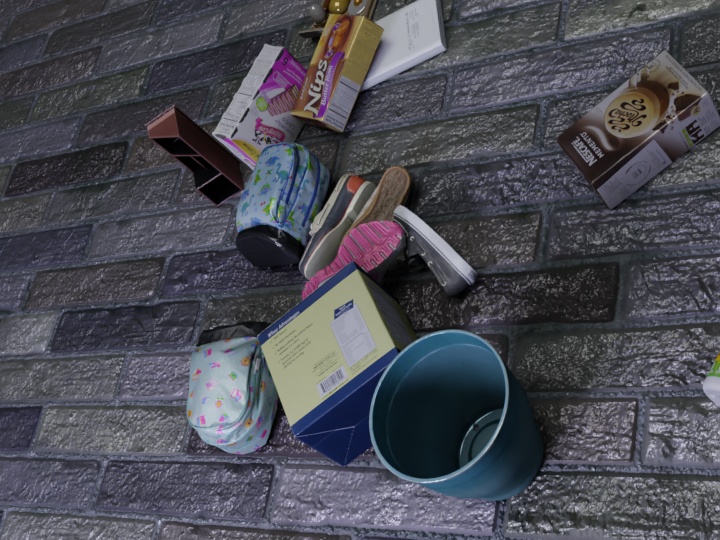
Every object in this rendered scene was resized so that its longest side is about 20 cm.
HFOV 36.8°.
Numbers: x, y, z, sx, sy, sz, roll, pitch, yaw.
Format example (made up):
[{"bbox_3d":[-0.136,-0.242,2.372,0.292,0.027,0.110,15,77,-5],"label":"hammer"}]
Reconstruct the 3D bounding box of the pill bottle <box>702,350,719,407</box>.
[{"bbox_3d":[0.497,0.079,1.276,0.110,0.111,0.202,22,78,43],"label":"pill bottle"}]

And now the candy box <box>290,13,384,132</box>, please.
[{"bbox_3d":[-0.044,-0.358,1.956,0.116,0.056,0.202,22,89,53],"label":"candy box"}]

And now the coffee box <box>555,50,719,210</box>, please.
[{"bbox_3d":[0.396,-0.199,1.546,0.199,0.080,0.114,-39,47,11],"label":"coffee box"}]

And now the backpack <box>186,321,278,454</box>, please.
[{"bbox_3d":[-0.204,0.189,1.727,0.165,0.126,0.203,-13,59,26],"label":"backpack"}]

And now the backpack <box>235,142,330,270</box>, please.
[{"bbox_3d":[-0.132,-0.120,1.867,0.162,0.154,0.201,-2,46,54],"label":"backpack"}]

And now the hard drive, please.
[{"bbox_3d":[0.060,-0.412,1.968,0.198,0.026,0.133,-22,52,25],"label":"hard drive"}]

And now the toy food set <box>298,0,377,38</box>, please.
[{"bbox_3d":[-0.034,-0.542,2.096,0.142,0.060,0.202,2,65,38],"label":"toy food set"}]

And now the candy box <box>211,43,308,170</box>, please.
[{"bbox_3d":[-0.167,-0.293,1.990,0.061,0.136,0.202,20,77,43],"label":"candy box"}]

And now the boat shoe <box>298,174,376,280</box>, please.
[{"bbox_3d":[-0.049,-0.074,1.806,0.062,0.071,0.201,24,73,29],"label":"boat shoe"}]

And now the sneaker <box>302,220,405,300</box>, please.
[{"bbox_3d":[0.000,0.000,1.708,0.200,0.088,0.082,-42,59,19],"label":"sneaker"}]

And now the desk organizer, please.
[{"bbox_3d":[-0.303,-0.207,1.996,0.071,0.200,0.078,-30,51,17],"label":"desk organizer"}]

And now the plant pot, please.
[{"bbox_3d":[0.142,0.209,1.410,0.198,0.188,0.202,-18,53,26],"label":"plant pot"}]

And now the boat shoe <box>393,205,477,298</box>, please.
[{"bbox_3d":[0.101,-0.027,1.676,0.066,0.070,0.200,-46,53,2],"label":"boat shoe"}]

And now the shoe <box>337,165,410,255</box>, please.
[{"bbox_3d":[0.026,-0.075,1.774,0.069,0.053,0.202,31,91,7],"label":"shoe"}]

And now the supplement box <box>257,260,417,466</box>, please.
[{"bbox_3d":[-0.018,0.138,1.611,0.199,0.134,0.201,-37,47,12],"label":"supplement box"}]
